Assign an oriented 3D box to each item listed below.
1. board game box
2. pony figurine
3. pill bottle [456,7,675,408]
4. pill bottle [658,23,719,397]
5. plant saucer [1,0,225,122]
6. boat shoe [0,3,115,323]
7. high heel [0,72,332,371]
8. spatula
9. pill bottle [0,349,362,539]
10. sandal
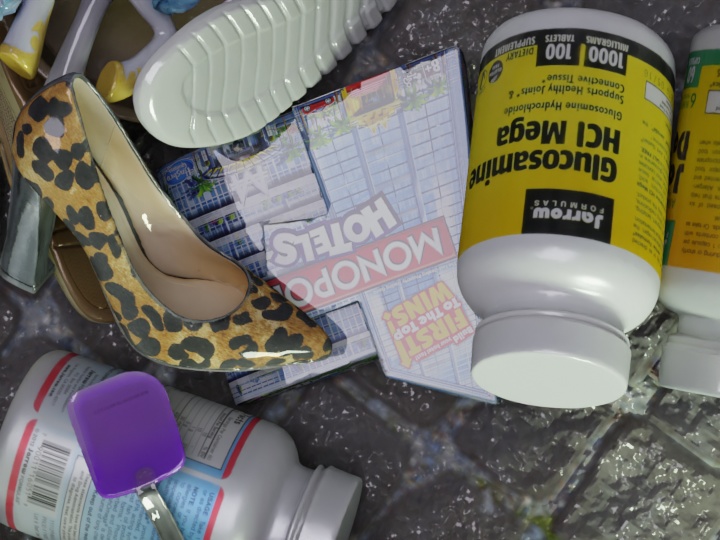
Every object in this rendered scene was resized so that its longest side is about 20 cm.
[{"bbox_3d":[0.000,0.000,1.177,0.199,0.062,0.201,-20,85,6],"label":"board game box"},{"bbox_3d":[-0.151,-0.197,1.107,0.166,0.193,0.201,15,66,49],"label":"pony figurine"},{"bbox_3d":[0.112,-0.033,1.108,0.111,0.113,0.202,4,68,7],"label":"pill bottle"},{"bbox_3d":[0.223,-0.028,1.124,0.112,0.113,0.202,10,90,7],"label":"pill bottle"},{"bbox_3d":[-0.121,-0.183,1.187,0.198,0.029,0.202,2,82,-13],"label":"plant saucer"},{"bbox_3d":[-0.176,-0.062,1.203,0.071,0.064,0.201,-12,81,-28],"label":"boat shoe"},{"bbox_3d":[-0.099,-0.023,1.093,0.199,0.072,0.143,19,130,1],"label":"high heel"},{"bbox_3d":[-0.100,0.152,1.096,0.056,0.021,0.201,-22,90,6],"label":"spatula"},{"bbox_3d":[-0.105,0.126,1.162,0.199,0.109,0.110,19,91,7],"label":"pill bottle"},{"bbox_3d":[-0.056,-0.133,1.151,0.202,0.083,0.050,-34,42,-31],"label":"sandal"}]
